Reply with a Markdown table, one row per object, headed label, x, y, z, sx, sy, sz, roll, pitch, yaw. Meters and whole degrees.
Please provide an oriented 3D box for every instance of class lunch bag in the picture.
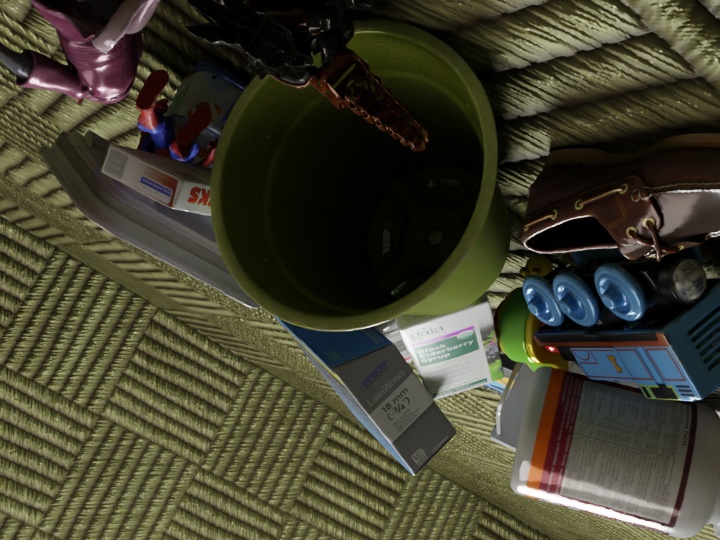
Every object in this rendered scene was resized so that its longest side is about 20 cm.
| label | x | y | z | sx | sy | sz | roll | pitch | yaw |
| --- | --- | --- | --- | --- | --- | --- | --- | --- | --- |
| lunch bag | -0.085 | -0.101 | 0.883 | 0.199 | 0.076 | 0.160 | 32 | 163 | -13 |

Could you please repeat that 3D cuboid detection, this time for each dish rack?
| label | x | y | z | sx | sy | sz | roll | pitch | yaw |
| --- | --- | --- | --- | --- | --- | --- | --- | --- | --- |
| dish rack | -0.174 | -0.052 | 0.851 | 0.199 | 0.044 | 0.172 | 31 | -171 | -42 |

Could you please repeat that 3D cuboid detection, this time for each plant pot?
| label | x | y | z | sx | sy | sz | roll | pitch | yaw |
| --- | --- | --- | --- | --- | --- | --- | --- | --- | --- |
| plant pot | 0.026 | -0.042 | 0.690 | 0.198 | 0.202 | 0.190 | 21 | 176 | 26 |

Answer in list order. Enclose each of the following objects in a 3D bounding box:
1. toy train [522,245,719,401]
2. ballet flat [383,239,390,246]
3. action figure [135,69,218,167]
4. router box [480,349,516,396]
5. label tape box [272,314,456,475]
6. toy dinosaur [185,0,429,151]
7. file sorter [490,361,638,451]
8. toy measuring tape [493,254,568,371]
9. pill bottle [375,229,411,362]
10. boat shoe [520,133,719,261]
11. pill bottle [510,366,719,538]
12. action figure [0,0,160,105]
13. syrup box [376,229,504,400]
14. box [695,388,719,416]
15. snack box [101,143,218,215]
| label | x | y | z | sx | sy | sz | roll | pitch | yaw |
| --- | --- | --- | --- | --- | --- | --- | --- | --- | --- |
| toy train | 0.201 | 0.035 | 0.733 | 0.115 | 0.086 | 0.200 | 60 | 161 | -5 |
| ballet flat | 0.000 | 0.000 | 0.905 | 0.197 | 0.073 | 0.072 | -5 | 175 | -16 |
| action figure | -0.150 | -0.103 | 0.785 | 0.065 | 0.052 | 0.200 | 36 | 164 | -5 |
| router box | 0.209 | 0.128 | 1.192 | 0.198 | 0.051 | 0.149 | 21 | 163 | 28 |
| label tape box | -0.008 | 0.082 | 0.917 | 0.201 | 0.063 | 0.144 | 54 | 170 | -33 |
| toy dinosaur | -0.036 | -0.152 | 0.575 | 0.198 | 0.103 | 0.136 | 22 | 177 | 1 |
| file sorter | 0.248 | 0.137 | 0.972 | 0.198 | 0.140 | 0.125 | 24 | 164 | 16 |
| toy measuring tape | 0.155 | 0.087 | 0.876 | 0.073 | 0.203 | 0.074 | 0 | -171 | 0 |
| pill bottle | 0.022 | 0.026 | 1.055 | 0.110 | 0.112 | 0.200 | 23 | 165 | 18 |
| boat shoe | 0.180 | -0.037 | 0.607 | 0.070 | 0.071 | 0.199 | 35 | 164 | -25 |
| pill bottle | 0.230 | 0.153 | 0.793 | 0.198 | 0.111 | 0.110 | 13 | 163 | 13 |
| action figure | -0.171 | -0.170 | 0.653 | 0.148 | 0.134 | 0.201 | 36 | 155 | 11 |
| syrup box | 0.075 | 0.043 | 0.872 | 0.078 | 0.082 | 0.200 | -18 | 154 | 4 |
| box | 0.324 | 0.092 | 0.800 | 0.081 | 0.069 | 0.200 | 20 | 164 | 22 |
| snack box | -0.098 | -0.057 | 0.727 | 0.071 | 0.025 | 0.199 | 25 | -172 | 28 |
